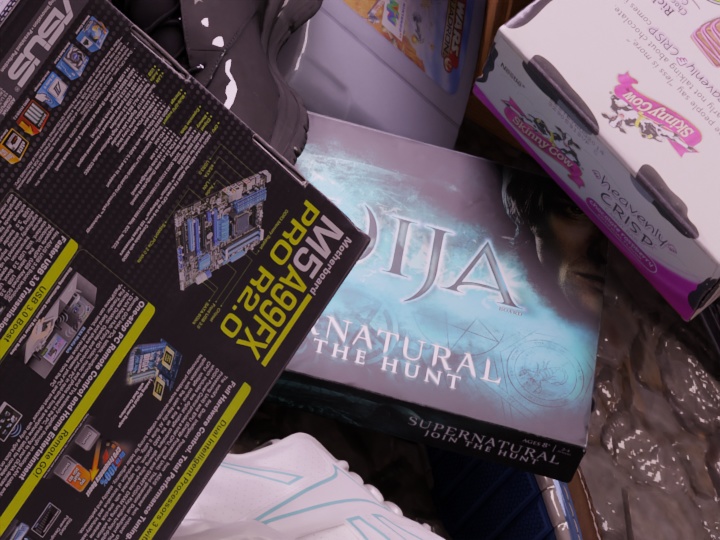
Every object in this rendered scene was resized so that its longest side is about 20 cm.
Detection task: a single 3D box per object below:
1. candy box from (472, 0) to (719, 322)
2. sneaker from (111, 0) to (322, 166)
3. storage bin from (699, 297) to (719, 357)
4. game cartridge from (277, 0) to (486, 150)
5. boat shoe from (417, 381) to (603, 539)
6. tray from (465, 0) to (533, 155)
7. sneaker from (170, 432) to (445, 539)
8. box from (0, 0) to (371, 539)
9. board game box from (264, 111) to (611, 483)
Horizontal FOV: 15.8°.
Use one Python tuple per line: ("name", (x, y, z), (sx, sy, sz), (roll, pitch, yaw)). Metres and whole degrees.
("candy box", (0.165, -0.094, 1.076), (0.200, 0.061, 0.137), (-37, 78, -22))
("sneaker", (-0.068, -0.092, 1.008), (0.091, 0.076, 0.201), (47, 30, -32))
("storage bin", (0.219, -0.041, 1.226), (0.201, 0.134, 0.094), (60, 31, -32))
("game cartridge", (0.009, -0.139, 1.155), (0.133, 0.041, 0.202), (32, 58, -45))
("boat shoe", (0.062, 0.049, 1.091), (0.072, 0.072, 0.201), (-7, 65, -38))
("tray", (0.097, -0.157, 1.258), (0.098, 0.037, 0.202), (28, 65, -38))
("sneaker", (-0.008, 0.104, 0.990), (0.199, 0.070, 0.081), (19, 46, -33))
("box", (-0.111, 0.021, 0.865), (0.160, 0.044, 0.201), (41, 77, -30))
("board game box", (0.000, 0.000, 1.041), (0.198, 0.028, 0.136), (15, 51, -5))
